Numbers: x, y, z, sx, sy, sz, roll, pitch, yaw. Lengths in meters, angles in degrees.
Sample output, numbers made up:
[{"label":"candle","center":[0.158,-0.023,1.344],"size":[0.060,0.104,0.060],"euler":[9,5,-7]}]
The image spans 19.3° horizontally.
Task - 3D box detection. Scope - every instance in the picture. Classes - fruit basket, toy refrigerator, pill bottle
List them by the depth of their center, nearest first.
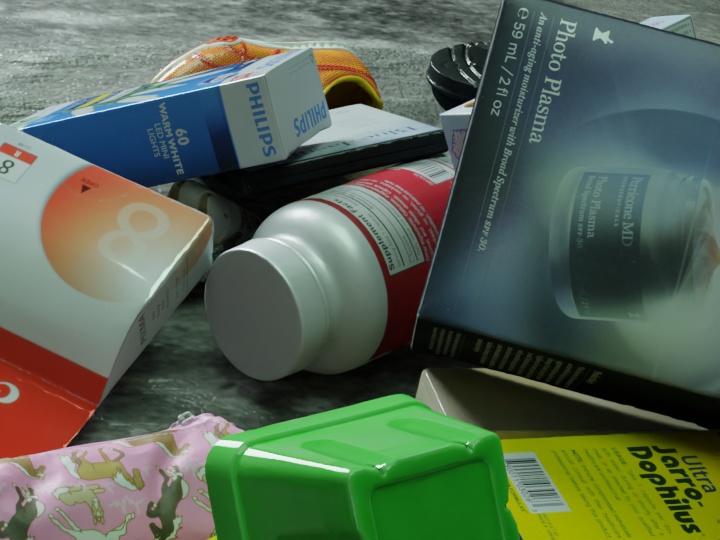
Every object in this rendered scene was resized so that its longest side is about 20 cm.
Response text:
[{"label":"fruit basket","center":[-0.018,0.172,1.044],"size":[0.155,0.216,0.216],"euler":[-11,39,-35]},{"label":"toy refrigerator","center":[0.130,0.105,1.274],"size":[0.199,0.076,0.070],"euler":[1,33,-18]},{"label":"pill bottle","center":[0.000,0.000,1.358],"size":[0.112,0.113,0.200],"euler":[34,37,30]}]

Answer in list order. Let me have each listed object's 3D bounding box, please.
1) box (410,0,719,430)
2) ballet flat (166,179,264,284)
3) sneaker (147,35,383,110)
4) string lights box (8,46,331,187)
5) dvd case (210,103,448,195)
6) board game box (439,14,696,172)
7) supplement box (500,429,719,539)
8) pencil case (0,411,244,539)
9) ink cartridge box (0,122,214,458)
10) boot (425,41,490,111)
[{"label":"box","center":[0.149,-0.032,1.215],"size":[0.198,0.201,0.123],"euler":[15,-10,2]},{"label":"ballet flat","center":[-0.124,-0.021,1.388],"size":[0.072,0.072,0.200],"euler":[31,35,27]},{"label":"sneaker","center":[-0.070,-0.130,1.585],"size":[0.199,0.073,0.077],"euler":[-10,48,-29]},{"label":"string lights box","center":[-0.131,-0.092,1.406],"size":[0.199,0.059,0.103],"euler":[-11,12,19]},{"label":"dvd case","center":[-0.036,-0.086,1.469],"size":[0.142,0.018,0.200],"euler":[-13,13,-14]},{"label":"board game box","center":[0.159,-0.041,1.381],"size":[0.200,0.200,0.041],"euler":[-25,17,-33]},{"label":"supplement box","center":[0.139,0.163,1.152],"size":[0.199,0.109,0.110],"euler":[-1,34,-22]},{"label":"pencil case","center":[-0.148,0.132,1.118],"size":[0.199,0.083,0.087],"euler":[-9,38,-31]},{"label":"ink cartridge box","center":[-0.205,0.013,1.261],"size":[0.162,0.050,0.200],"euler":[24,50,16]},{"label":"boot","center":[0.126,-0.072,1.475],"size":[0.198,0.163,0.073],"euler":[-1,34,-22]}]
